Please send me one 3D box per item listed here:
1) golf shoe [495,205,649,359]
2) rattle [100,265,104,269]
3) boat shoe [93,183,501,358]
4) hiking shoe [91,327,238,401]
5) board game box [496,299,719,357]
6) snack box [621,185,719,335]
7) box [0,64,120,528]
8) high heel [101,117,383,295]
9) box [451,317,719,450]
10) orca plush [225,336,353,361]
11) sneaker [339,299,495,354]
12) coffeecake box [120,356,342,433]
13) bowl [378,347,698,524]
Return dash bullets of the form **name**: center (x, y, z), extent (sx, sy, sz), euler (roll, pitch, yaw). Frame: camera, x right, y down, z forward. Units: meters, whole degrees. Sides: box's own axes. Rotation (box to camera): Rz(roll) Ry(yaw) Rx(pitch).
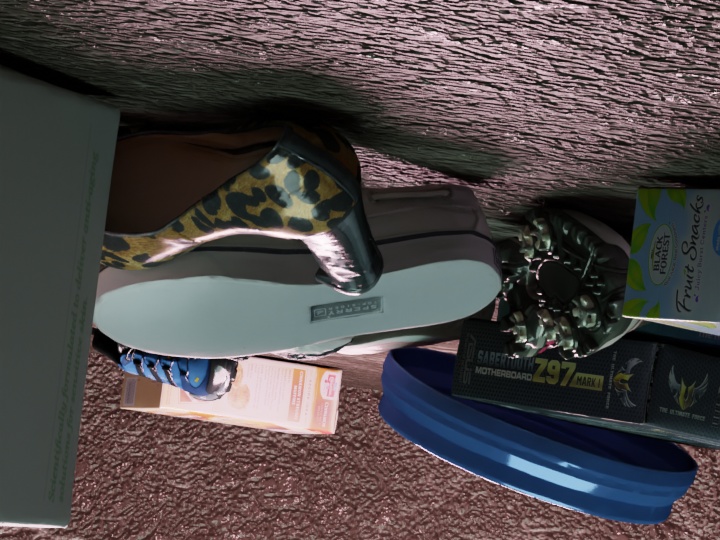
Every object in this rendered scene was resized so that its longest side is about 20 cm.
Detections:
- **golf shoe**: center (0.124, 0.001, 1.533), extent (0.088, 0.077, 0.200), euler (-12, 180, -9)
- **rattle**: center (-0.194, 0.024, 1.566), extent (0.130, 0.143, 0.200), euler (33, -165, -21)
- **boat shoe**: center (-0.033, -0.008, 1.449), extent (0.199, 0.066, 0.072), euler (-9, 145, -5)
- **hiking shoe**: center (-0.175, 0.076, 2.705), extent (0.086, 0.075, 0.200), euler (10, 175, -28)
- **board game box**: center (0.199, 0.028, 1.757), extent (0.199, 0.045, 0.152), euler (10, 175, -19)
- **snack box**: center (0.245, 0.007, 1.327), extent (0.168, 0.068, 0.200), euler (11, 176, -37)
- **box**: center (-0.229, 0.002, 1.279), extent (0.171, 0.200, 0.200), euler (5, 176, 26)
- **high heel**: center (-0.089, -0.051, 1.345), extent (0.199, 0.072, 0.143), euler (14, 160, 14)
- **box**: center (0.177, 0.072, 1.727), extent (0.200, 0.051, 0.157), euler (13, 176, -41)
- **orca plush**: center (-0.098, 0.001, 1.509), extent (0.200, 0.106, 0.071), euler (13, 152, -39)
- **sneaker**: center (-0.026, 0.013, 1.765), extent (0.200, 0.076, 0.105), euler (7, 172, -39)
- **coffeecake box**: center (-0.141, 0.129, 3.248), extent (0.199, 0.073, 0.153), euler (9, 174, -20)
- **bowl**: center (0.104, 0.101, 1.809), extent (0.200, 0.039, 0.201), euler (19, -172, -3)
